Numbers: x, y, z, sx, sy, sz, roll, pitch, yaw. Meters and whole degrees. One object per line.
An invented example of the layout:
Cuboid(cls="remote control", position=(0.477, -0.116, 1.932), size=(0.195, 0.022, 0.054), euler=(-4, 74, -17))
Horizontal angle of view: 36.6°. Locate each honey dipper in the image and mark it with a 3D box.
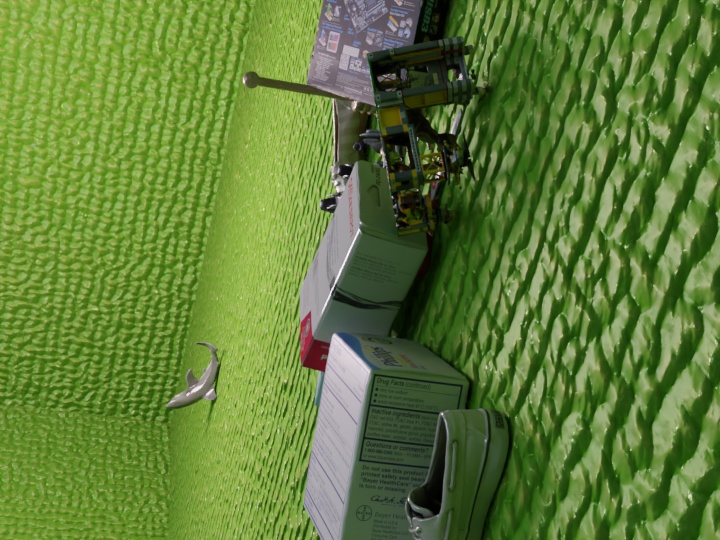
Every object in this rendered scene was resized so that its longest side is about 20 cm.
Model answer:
Cuboid(cls="honey dipper", position=(-0.058, -0.241, 1.457), size=(0.038, 0.199, 0.038), euler=(-172, 90, -75))

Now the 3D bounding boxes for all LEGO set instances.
Cuboid(cls="LEGO set", position=(0.078, -0.139, 1.106), size=(0.154, 0.115, 0.201), euler=(77, -176, -58))

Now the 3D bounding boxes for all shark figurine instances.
Cuboid(cls="shark figurine", position=(-0.390, 0.283, 2.792), size=(0.089, 0.128, 0.215), euler=(44, 110, 42))

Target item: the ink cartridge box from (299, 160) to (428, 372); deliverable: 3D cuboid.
Cuboid(cls="ink cartridge box", position=(0.000, 0.000, 1.236), size=(0.146, 0.083, 0.200), euler=(-93, 24, -53))

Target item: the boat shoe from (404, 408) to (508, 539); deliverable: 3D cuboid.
Cuboid(cls="boat shoe", position=(0.072, 0.210, 0.947), size=(0.072, 0.065, 0.201), euler=(-109, 31, -61))

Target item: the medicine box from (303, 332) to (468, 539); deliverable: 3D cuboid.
Cuboid(cls="medicine box", position=(0.020, 0.179, 1.096), size=(0.182, 0.102, 0.201), euler=(-148, 67, -75))

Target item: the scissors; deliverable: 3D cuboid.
Cuboid(cls="scissors", position=(0.078, -0.086, 1.204), size=(0.073, 0.014, 0.201), euler=(-119, 39, -70))

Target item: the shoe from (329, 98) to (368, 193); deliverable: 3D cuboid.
Cuboid(cls="shoe", position=(-0.022, -0.161, 1.569), size=(0.070, 0.053, 0.201), euler=(143, 133, -71))

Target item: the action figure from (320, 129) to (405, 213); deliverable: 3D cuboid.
Cuboid(cls="action figure", position=(0.011, -0.107, 1.381), size=(0.200, 0.069, 0.131), euler=(179, 104, -73))

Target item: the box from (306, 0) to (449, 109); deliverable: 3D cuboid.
Cuboid(cls="box", position=(0.022, -0.305, 1.336), size=(0.200, 0.050, 0.199), euler=(27, 108, 48))

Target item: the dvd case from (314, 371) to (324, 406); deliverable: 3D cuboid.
Cuboid(cls="dvd case", position=(-0.032, 0.075, 1.465), size=(0.200, 0.022, 0.147), euler=(-82, 6, -68))
